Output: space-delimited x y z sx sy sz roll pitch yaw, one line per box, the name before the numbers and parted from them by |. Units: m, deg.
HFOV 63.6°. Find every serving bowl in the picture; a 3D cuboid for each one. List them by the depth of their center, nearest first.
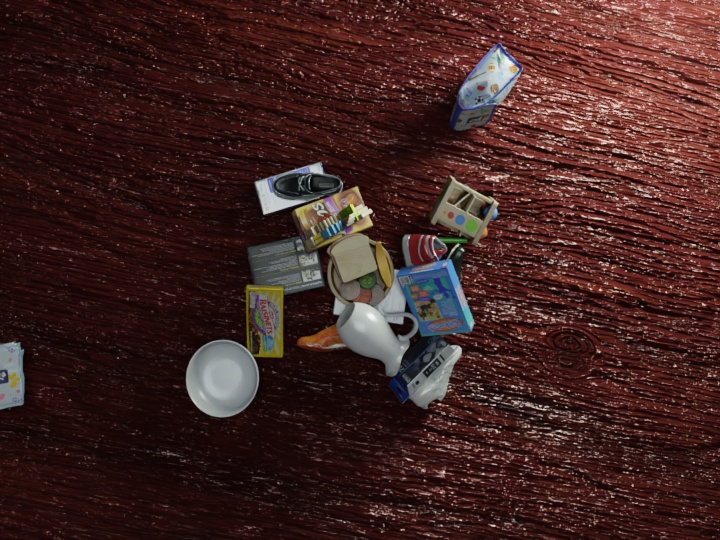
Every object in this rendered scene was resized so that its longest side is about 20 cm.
serving bowl | -0.368 0.288 1.576 0.195 0.066 0.206 0 89 -1

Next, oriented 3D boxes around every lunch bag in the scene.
lunch bag | -0.994 0.280 1.526 0.195 0.127 0.174 -2 90 -9
lunch bag | 0.329 -0.480 1.585 0.200 0.170 0.124 -45 85 -5

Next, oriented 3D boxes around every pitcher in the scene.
pitcher | 0.048 0.154 1.532 0.199 0.121 0.173 37 78 -18

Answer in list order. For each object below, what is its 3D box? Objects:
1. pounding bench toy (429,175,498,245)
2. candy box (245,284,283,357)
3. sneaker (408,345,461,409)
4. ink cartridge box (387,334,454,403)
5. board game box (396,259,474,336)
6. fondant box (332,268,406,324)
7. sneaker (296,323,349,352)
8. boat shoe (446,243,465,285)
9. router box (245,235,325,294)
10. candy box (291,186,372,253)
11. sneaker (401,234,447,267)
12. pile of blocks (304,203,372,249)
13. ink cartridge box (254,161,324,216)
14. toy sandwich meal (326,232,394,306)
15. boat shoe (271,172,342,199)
pounding bench toy | 0.268 -0.128 1.586 0.154 0.124 0.203 26 104 -2
candy box | -0.258 0.139 1.574 0.100 0.026 0.205 1 109 -4
sneaker | 0.214 0.293 1.607 0.200 0.075 0.100 -46 109 -4
ink cartridge box | 0.155 0.258 1.581 0.200 0.099 0.039 -46 122 -3
board game box | 0.199 0.077 1.538 0.149 0.045 0.203 -9 117 32
fondant box | 0.029 0.062 1.606 0.195 0.058 0.148 8 87 -3
sneaker | -0.078 0.182 1.598 0.195 0.073 0.079 -5 76 -11
boat shoe | 0.250 0.025 1.568 0.062 0.073 0.205 30 122 29
router box | -0.205 -0.009 1.601 0.195 0.051 0.153 -12 88 -4
candy box | -0.077 -0.138 1.582 0.197 0.056 0.119 -23 89 -21
sneaker | 0.186 -0.004 1.564 0.110 0.071 0.204 -2 117 33
pile of blocks | -0.065 -0.132 1.511 0.198 0.082 0.063 -32 94 -21
ink cartridge box | -0.190 -0.227 1.620 0.196 0.037 0.097 -17 88 0
toy sandwich meal | 0.000 0.000 1.541 0.200 0.070 0.211 0 89 -3
boat shoe | -0.146 -0.232 1.572 0.195 0.068 0.074 3 88 -2
